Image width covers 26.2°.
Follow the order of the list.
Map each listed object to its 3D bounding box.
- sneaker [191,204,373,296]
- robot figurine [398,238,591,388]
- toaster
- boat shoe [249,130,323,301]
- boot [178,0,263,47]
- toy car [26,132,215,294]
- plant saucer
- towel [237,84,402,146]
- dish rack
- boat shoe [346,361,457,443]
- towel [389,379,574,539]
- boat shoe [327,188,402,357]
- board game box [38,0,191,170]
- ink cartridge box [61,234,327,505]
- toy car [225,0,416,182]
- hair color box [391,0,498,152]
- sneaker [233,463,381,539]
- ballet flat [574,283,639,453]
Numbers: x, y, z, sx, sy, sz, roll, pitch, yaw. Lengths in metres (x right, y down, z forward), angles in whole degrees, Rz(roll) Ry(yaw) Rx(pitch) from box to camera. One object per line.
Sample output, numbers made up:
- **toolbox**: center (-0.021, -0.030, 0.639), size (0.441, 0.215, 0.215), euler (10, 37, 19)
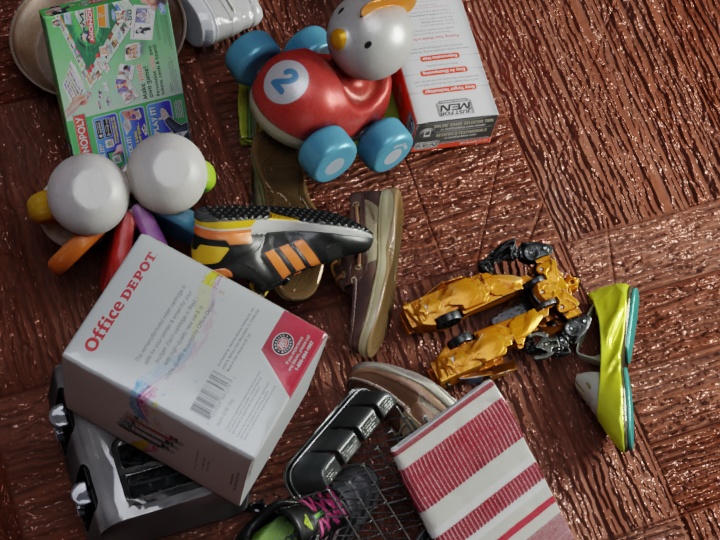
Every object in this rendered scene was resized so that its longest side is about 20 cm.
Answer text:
- **sneaker**: center (-0.084, -0.017, 1.607), size (0.199, 0.070, 0.091), euler (3, 104, -27)
- **robot figurine**: center (0.150, 0.049, 1.691), size (0.199, 0.058, 0.146), euler (-20, 71, -17)
- **toaster**: center (-0.201, 0.170, 1.545), size (0.199, 0.119, 0.182), euler (-14, 70, -15)
- **boat shoe**: center (-0.088, -0.052, 1.690), size (0.072, 0.072, 0.201), euler (-5, 67, -22)
- **boot**: center (-0.196, -0.353, 1.817), size (0.095, 0.074, 0.201), euler (-24, 75, -31)
- **toy car**: center (-0.239, -0.050, 1.616), size (0.199, 0.175, 0.151), euler (-16, 88, -16)
- **plant saucer**: center (-0.295, -0.263, 1.755), size (0.199, 0.037, 0.201), euler (0, 58, -1)
- **towel**: center (-0.042, -0.182, 1.785), size (0.199, 0.018, 0.087), euler (1, 67, -10)
- **dish rack**: center (0.025, 0.232, 1.546), size (0.153, 0.054, 0.201), euler (-46, 112, -41)
- **boat shoe**: center (0.069, 0.164, 1.619), size (0.199, 0.076, 0.072), euler (29, 67, 6)
- **towel**: center (0.123, 0.230, 1.571), size (0.144, 0.023, 0.201), euler (-33, 104, -26)
- **boat shoe**: center (0.000, 0.000, 1.681), size (0.072, 0.072, 0.201), euler (4, 64, 10)
- **board game box**: center (-0.260, -0.198, 1.670), size (0.134, 0.201, 0.029), euler (-15, 31, -15)
- **ink cartridge box**: center (-0.158, 0.093, 1.440), size (0.199, 0.145, 0.146), euler (29, 64, 4)
- **toy car**: center (-0.015, -0.234, 1.675), size (0.176, 0.200, 0.185), euler (-13, 57, -45)
- **hair color box**: center (0.084, -0.240, 1.799), size (0.101, 0.061, 0.201), euler (-7, 61, -12)
- **sneaker**: center (-0.054, 0.254, 1.543), size (0.199, 0.087, 0.074), euler (-30, 80, -23)
- **ballet flat**: center (0.268, 0.106, 1.690), size (0.067, 0.067, 0.201), euler (0, 61, 14)
